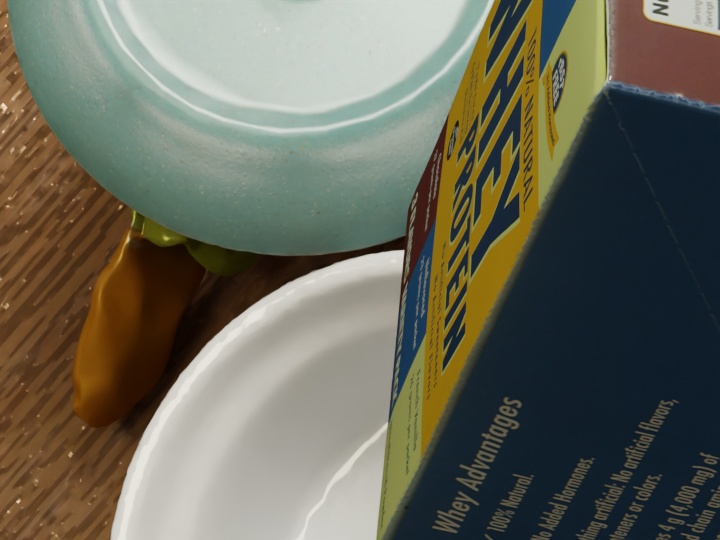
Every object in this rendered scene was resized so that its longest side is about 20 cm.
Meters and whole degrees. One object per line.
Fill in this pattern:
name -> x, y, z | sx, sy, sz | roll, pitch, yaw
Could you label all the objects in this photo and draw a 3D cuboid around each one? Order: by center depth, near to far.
protein box -> 0.128, -0.008, 0.695 | 0.200, 0.199, 0.135 | 13, 48, -8
ramekin -> 0.026, 0.102, 0.841 | 0.200, 0.098, 0.201 | -10, 67, 25
plant saucer -> -0.021, -0.106, 0.850 | 0.200, 0.036, 0.200 | -1, 74, 2
rattle -> 0.000, 0.000, 0.913 | 0.200, 0.130, 0.143 | 9, 86, 3
